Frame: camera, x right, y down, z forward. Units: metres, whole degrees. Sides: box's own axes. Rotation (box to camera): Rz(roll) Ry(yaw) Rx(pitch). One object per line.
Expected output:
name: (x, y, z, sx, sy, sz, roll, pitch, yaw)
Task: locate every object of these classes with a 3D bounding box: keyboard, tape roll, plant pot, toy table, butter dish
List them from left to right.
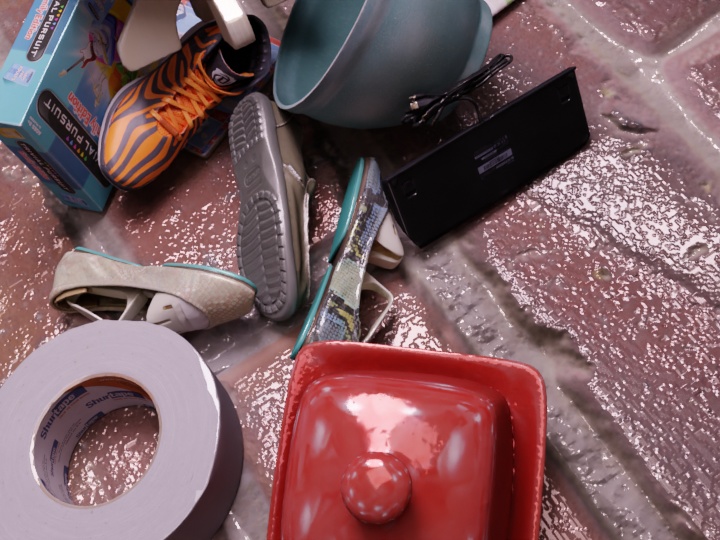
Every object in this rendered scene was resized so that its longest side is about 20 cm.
tape roll: (-0.195, 0.142, 0.742, 0.197, 0.066, 0.203, -4, 62, 8)
toy table: (-0.139, -0.257, 0.794, 0.198, 0.118, 0.184, -21, 29, 1)
butter dish: (0.021, 0.145, 0.638, 0.196, 0.148, 0.203, 5, 79, 13)
plant pot: (0.029, -0.206, 0.818, 0.133, 0.200, 0.203, 22, 60, -23)
keyboard: (0.103, -0.116, 0.799, 0.199, 0.128, 0.021, -32, 33, -13)

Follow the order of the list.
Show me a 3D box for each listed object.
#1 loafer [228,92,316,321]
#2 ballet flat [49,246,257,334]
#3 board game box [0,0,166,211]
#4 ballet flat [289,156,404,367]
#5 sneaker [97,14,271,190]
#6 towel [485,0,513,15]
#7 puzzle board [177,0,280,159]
loafer: (-0.064, -0.056, 0.819, 0.075, 0.069, 0.203, -22, 68, 47)
ballet flat: (-0.178, 0.028, 0.804, 0.197, 0.068, 0.063, 8, 61, 25)
board game box: (-0.247, -0.179, 0.861, 0.046, 0.151, 0.202, 11, 70, 17)
ballet flat: (0.000, 0.000, 0.794, 0.073, 0.074, 0.202, 11, 66, 16)
sneaker: (-0.154, -0.159, 0.848, 0.111, 0.077, 0.201, 3, 57, 56)
towel: (0.060, -0.276, 0.952, 0.199, 0.023, 0.153, -39, 63, -13)
puzzle board: (-0.189, -0.209, 0.961, 0.198, 0.017, 0.151, 27, 70, 22)
